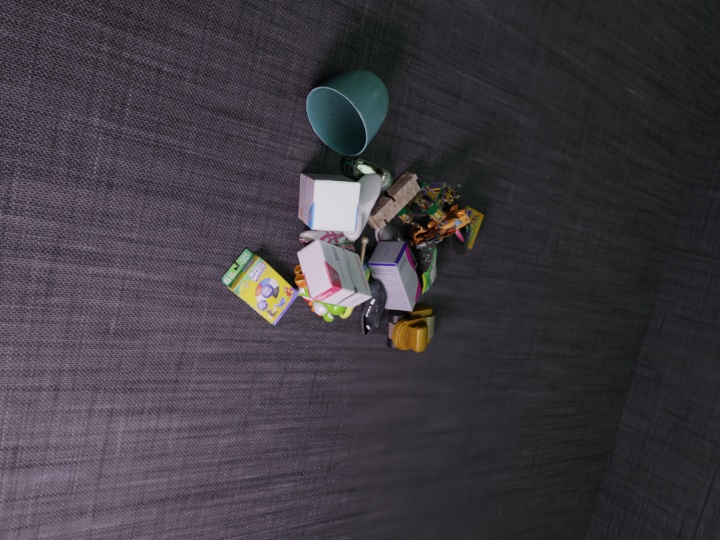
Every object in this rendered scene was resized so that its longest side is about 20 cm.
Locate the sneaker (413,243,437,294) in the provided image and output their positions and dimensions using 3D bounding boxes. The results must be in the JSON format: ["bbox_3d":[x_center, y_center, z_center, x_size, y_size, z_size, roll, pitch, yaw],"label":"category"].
[{"bbox_3d":[0.215,-0.015,1.906,0.085,0.078,0.202,-23,137,-41],"label":"sneaker"}]

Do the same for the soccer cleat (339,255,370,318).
[{"bbox_3d":[-0.008,0.054,1.767,0.083,0.064,0.203,18,92,-41],"label":"soccer cleat"}]

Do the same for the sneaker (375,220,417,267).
[{"bbox_3d":[0.123,-0.078,1.814,0.077,0.082,0.200,-52,127,-13],"label":"sneaker"}]

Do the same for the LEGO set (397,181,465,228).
[{"bbox_3d":[0.223,-0.195,1.799,0.115,0.198,0.156,34,62,-38],"label":"LEGO set"}]

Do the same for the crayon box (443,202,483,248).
[{"bbox_3d":[0.344,-0.157,1.978,0.198,0.051,0.127,20,92,-40],"label":"crayon box"}]

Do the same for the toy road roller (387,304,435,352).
[{"bbox_3d":[0.187,0.201,1.906,0.198,0.145,0.125,-9,109,-35],"label":"toy road roller"}]

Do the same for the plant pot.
[{"bbox_3d":[-0.019,-0.435,1.537,0.161,0.199,0.202,-49,127,-30],"label":"plant pot"}]

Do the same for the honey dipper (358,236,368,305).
[{"bbox_3d":[0.000,0.000,1.708,0.038,0.038,0.203,14,85,-39],"label":"honey dipper"}]

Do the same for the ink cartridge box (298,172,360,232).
[{"bbox_3d":[-0.092,-0.188,1.559,0.123,0.200,0.131,1,104,-19],"label":"ink cartridge box"}]

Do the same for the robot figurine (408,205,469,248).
[{"bbox_3d":[0.239,-0.136,1.830,0.198,0.145,0.059,-27,110,-1],"label":"robot figurine"}]

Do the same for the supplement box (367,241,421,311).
[{"bbox_3d":[0.109,0.018,1.788,0.102,0.102,0.202,-60,140,-39],"label":"supplement box"}]

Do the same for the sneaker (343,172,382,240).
[{"bbox_3d":[0.005,-0.180,1.658,0.202,0.074,0.089,-65,167,-6],"label":"sneaker"}]

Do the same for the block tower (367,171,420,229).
[{"bbox_3d":[0.099,-0.212,1.766,0.200,0.054,0.058,-47,126,-11],"label":"block tower"}]

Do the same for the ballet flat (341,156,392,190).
[{"bbox_3d":[0.035,-0.279,1.697,0.198,0.074,0.075,12,96,-39],"label":"ballet flat"}]

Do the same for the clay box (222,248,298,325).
[{"bbox_3d":[-0.271,0.046,1.576,0.115,0.047,0.200,-53,128,-12],"label":"clay box"}]

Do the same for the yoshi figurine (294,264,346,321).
[{"bbox_3d":[-0.106,0.064,1.672,0.113,0.111,0.201,-49,130,-23],"label":"yoshi figurine"}]

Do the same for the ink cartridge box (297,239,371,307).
[{"bbox_3d":[-0.069,0.013,1.611,0.199,0.084,0.146,18,48,-55],"label":"ink cartridge box"}]

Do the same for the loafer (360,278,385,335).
[{"bbox_3d":[0.035,0.118,1.790,0.070,0.068,0.203,-38,142,-42],"label":"loafer"}]

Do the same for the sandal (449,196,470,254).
[{"bbox_3d":[0.332,-0.145,1.911,0.074,0.045,0.203,-18,114,-32],"label":"sandal"}]

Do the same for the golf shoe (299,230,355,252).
[{"bbox_3d":[-0.096,-0.102,1.656,0.198,0.072,0.094,4,85,-46],"label":"golf shoe"}]
